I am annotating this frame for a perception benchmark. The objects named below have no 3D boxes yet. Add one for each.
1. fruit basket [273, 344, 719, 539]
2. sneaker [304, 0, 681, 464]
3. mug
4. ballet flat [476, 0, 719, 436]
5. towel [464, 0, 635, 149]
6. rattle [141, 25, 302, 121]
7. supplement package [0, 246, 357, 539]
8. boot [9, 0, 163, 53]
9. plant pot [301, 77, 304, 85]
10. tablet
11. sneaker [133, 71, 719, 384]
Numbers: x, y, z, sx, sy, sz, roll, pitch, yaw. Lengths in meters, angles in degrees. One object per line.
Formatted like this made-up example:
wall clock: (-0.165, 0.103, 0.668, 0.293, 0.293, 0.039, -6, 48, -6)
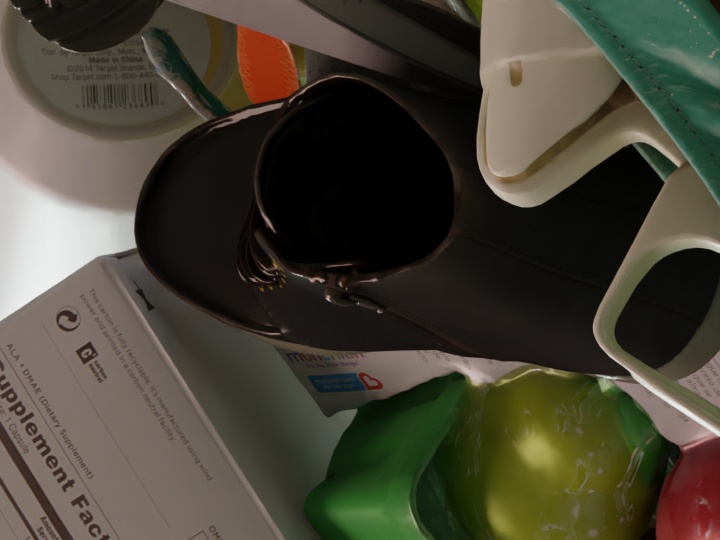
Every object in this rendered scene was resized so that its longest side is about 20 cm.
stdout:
fruit basket: (0.095, 0.069, 0.731, 0.200, 0.094, 0.185, -14, 124, 39)
sneaker: (0.052, -0.012, 0.818, 0.200, 0.070, 0.080, 42, -173, -25)
mug: (-0.077, -0.060, 1.004, 0.149, 0.187, 0.153, 39, 157, 14)
ballet flat: (0.065, -0.021, 0.542, 0.200, 0.070, 0.067, 53, 179, 18)
towel: (0.055, -0.069, 0.810, 0.086, 0.018, 0.200, 55, 179, -22)
rattle: (0.000, 0.000, 0.873, 0.130, 0.143, 0.200, 19, -175, 19)
supplement package: (-0.055, 0.078, 0.846, 0.156, 0.111, 0.200, 57, -167, 1)
boot: (-0.105, -0.169, 0.873, 0.182, 0.072, 0.200, 61, -162, -22)
plant pot: (-0.008, -0.017, 1.325, 0.201, 0.200, 0.184, 53, 167, 25)
tablet: (-0.074, -0.088, 0.678, 0.200, 0.014, 0.130, 21, 179, 35)
sneaker: (-0.010, -0.021, 0.671, 0.200, 0.075, 0.106, 5, 171, 46)
